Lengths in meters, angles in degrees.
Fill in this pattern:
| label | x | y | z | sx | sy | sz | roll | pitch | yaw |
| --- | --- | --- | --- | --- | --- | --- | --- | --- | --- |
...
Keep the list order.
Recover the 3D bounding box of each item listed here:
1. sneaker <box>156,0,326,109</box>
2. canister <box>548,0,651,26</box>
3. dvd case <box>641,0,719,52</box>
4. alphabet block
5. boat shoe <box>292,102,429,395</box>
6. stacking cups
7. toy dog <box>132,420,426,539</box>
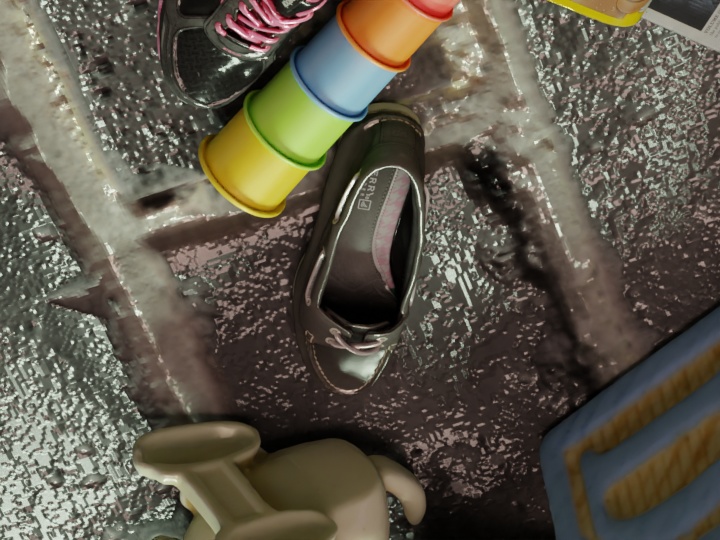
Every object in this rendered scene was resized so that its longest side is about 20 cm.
| label | x | y | z | sx | sy | sz | roll | pitch | yaw |
| --- | --- | --- | --- | --- | --- | --- | --- | --- | --- |
| sneaker | -0.045 | -0.154 | 1.561 | 0.079 | 0.095 | 0.200 | 23 | 122 | -22 |
| canister | 0.128 | -0.235 | 1.497 | 0.148 | 0.087 | 0.200 | 21 | 122 | -17 |
| dvd case | 0.151 | -0.213 | 1.580 | 0.200 | 0.025 | 0.150 | 21 | 120 | -20 |
| alphabet block | 0.246 | 0.161 | 1.750 | 0.195 | 0.197 | 0.200 | -37 | 120 | 22 |
| boat shoe | 0.000 | 0.000 | 1.697 | 0.067 | 0.057 | 0.200 | 5 | 125 | -8 |
| stacking cups | -0.009 | -0.116 | 1.606 | 0.060 | 0.061 | 0.200 | 29 | 121 | -23 |
| toy dog | -0.062 | 0.198 | 1.803 | 0.194 | 0.139 | 0.200 | -19 | 133 | -38 |
